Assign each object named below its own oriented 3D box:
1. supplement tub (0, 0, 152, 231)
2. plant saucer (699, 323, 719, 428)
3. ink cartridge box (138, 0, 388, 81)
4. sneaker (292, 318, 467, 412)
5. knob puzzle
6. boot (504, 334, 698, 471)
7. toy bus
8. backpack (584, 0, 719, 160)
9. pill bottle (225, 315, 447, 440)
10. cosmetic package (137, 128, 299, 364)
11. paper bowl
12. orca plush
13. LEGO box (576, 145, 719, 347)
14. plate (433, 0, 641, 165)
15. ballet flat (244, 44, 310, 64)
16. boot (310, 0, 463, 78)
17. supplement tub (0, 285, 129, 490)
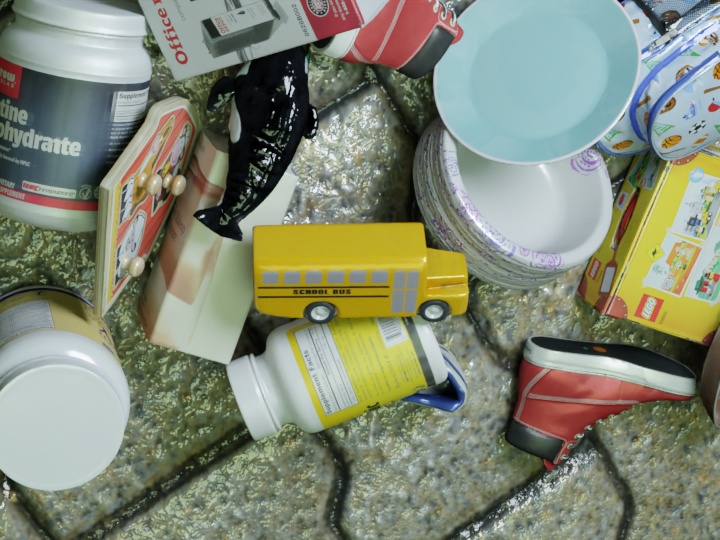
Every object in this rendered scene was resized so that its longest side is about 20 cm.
[{"bbox_3d":[-0.266,-0.147,1.472,0.140,0.140,0.200,7,106,-18],"label":"supplement tub"},{"bbox_3d":[0.420,0.075,1.749,0.200,0.034,0.200,-41,147,-34],"label":"plant saucer"},{"bbox_3d":[-0.096,-0.264,1.413,0.200,0.083,0.147,-13,114,28],"label":"ink cartridge box"},{"bbox_3d":[0.024,0.089,1.664,0.200,0.088,0.075,18,104,-19],"label":"sneaker"},{"bbox_3d":[-0.188,-0.075,1.504,0.030,0.220,0.220,21,103,8],"label":"knob puzzle"},{"bbox_3d":[0.261,0.155,1.765,0.200,0.072,0.144,8,106,-10],"label":"boot"},{"bbox_3d":[0.000,0.000,1.504,0.200,0.065,0.078,-1,133,-3],"label":"toy bus"},{"bbox_3d":[0.297,-0.196,1.592,0.190,0.154,0.200,-28,144,7],"label":"backpack"},{"bbox_3d":[-0.025,0.092,1.578,0.200,0.111,0.111,-21,113,-1],"label":"pill bottle"},{"bbox_3d":[-0.141,-0.024,1.571,0.087,0.103,0.200,18,101,-19],"label":"cosmetic package"},{"bbox_3d":[0.142,-0.077,1.602,0.200,0.104,0.201,12,63,-25],"label":"paper bowl"},{"bbox_3d":[-0.093,-0.130,1.470,0.105,0.071,0.200,35,76,-12],"label":"orca plush"},{"bbox_3d":[0.342,-0.034,1.717,0.149,0.077,0.200,17,103,-20],"label":"LEGO box"},{"bbox_3d":[0.168,-0.187,1.530,0.200,0.200,0.026,-41,153,1],"label":"plate"},{"bbox_3d":[-0.070,-0.227,1.552,0.072,0.068,0.200,22,106,-1],"label":"ballet flat"},{"bbox_3d":[0.052,-0.278,1.495,0.144,0.072,0.200,9,116,-35],"label":"boot"},{"bbox_3d":[-0.294,0.109,1.518,0.145,0.200,0.146,-5,110,-14],"label":"supplement tub"}]
